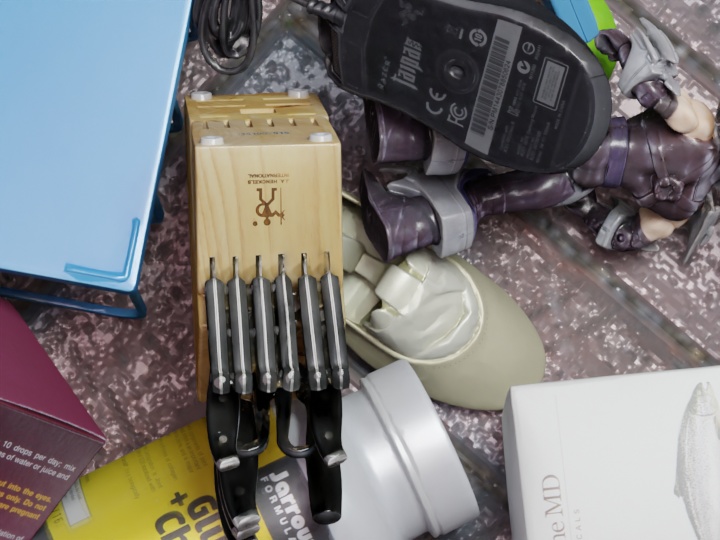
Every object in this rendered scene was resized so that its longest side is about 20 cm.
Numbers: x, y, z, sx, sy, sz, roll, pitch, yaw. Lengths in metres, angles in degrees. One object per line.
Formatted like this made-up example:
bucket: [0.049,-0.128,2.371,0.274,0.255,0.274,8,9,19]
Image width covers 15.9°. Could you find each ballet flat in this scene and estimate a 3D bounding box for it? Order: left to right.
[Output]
ballet flat: [0.000,0.000,1.216,0.199,0.069,0.070,34,81,6]

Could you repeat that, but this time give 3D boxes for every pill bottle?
pill bottle: [-0.052,0.119,1.170,0.199,0.112,0.113,-26,80,-4]

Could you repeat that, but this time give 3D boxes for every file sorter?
file sorter: [-0.149,-0.089,1.205,0.138,0.123,0.201,10,80,2]

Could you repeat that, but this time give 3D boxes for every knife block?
knife block: [-0.042,0.020,1.132,0.063,0.200,0.177,-1,104,-6]

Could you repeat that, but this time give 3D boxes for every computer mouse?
computer mouse: [0.027,-0.130,1.110,0.199,0.046,0.141,19,122,18]

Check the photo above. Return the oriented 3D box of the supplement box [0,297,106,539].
supplement box: [-0.218,0.107,1.136,0.200,0.085,0.110,-52,46,12]

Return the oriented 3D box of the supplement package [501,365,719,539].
supplement package: [0.168,0.106,1.168,0.198,0.117,0.118,-6,80,0]

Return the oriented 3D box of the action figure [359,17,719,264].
action figure: [0.101,-0.056,1.187,0.198,0.131,0.070,-2,38,-10]

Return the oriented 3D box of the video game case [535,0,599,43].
video game case: [0.029,-0.198,1.139,0.018,0.143,0.200,-35,50,-5]

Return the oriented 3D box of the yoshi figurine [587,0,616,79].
yoshi figurine: [0.098,-0.162,1.222,0.112,0.112,0.201,12,103,-29]
